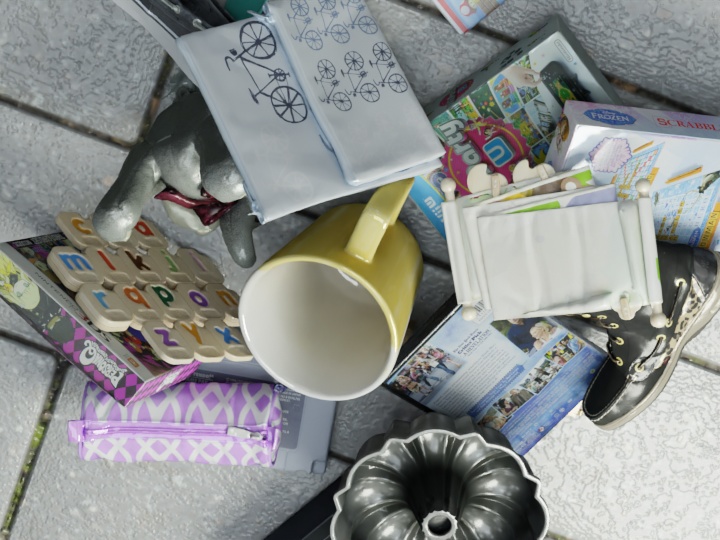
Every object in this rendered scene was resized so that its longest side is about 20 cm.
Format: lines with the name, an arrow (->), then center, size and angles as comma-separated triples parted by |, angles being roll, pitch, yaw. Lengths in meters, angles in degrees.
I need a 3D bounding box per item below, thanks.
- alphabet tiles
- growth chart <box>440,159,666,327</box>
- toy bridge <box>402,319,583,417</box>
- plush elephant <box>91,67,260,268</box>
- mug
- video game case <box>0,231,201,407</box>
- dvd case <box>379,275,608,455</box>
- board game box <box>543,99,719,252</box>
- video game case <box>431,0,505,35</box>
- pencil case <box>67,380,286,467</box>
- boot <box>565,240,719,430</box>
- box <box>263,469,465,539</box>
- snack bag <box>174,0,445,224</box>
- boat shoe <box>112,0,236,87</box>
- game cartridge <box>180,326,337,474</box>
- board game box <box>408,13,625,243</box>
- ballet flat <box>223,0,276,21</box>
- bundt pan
alphabet tiles -> -0.187, 0.017, 1.674 | 0.196, 0.200, 0.015 | 49, 117, 27
growth chart -> 0.162, -0.023, 1.591 | 0.199, 0.018, 0.145 | -1, 90, 24
toy bridge -> 0.120, 0.107, 1.784 | 0.199, 0.027, 0.067 | 19, 109, -4
plush elephant -> -0.128, -0.076, 1.679 | 0.164, 0.200, 0.155 | -22, 129, 22
mug -> 0.001, 0.009, 1.675 | 0.186, 0.153, 0.150 | -25, 107, 33
video game case -> -0.237, 0.039, 1.668 | 0.181, 0.200, 0.036 | 42, 101, 6
dvd case -> 0.127, 0.092, 1.710 | 0.200, 0.018, 0.143 | 32, 110, -37
board game box -> 0.250, -0.052, 1.664 | 0.199, 0.041, 0.200 | 5, 128, -16
video game case -> 0.123, -0.326, 1.651 | 0.200, 0.017, 0.143 | -38, 103, 13
pencil case -> -0.168, 0.145, 1.744 | 0.199, 0.086, 0.084 | 0, 109, 3
boot -> 0.223, 0.044, 1.661 | 0.150, 0.073, 0.200 | 22, 118, -29
box -> 0.001, 0.283, 1.819 | 0.200, 0.079, 0.141 | -40, 107, 14
snack bag -> -0.044, -0.149, 1.591 | 0.200, 0.021, 0.189 | -19, 77, -32
boat shoe -> -0.165, -0.243, 1.636 | 0.200, 0.072, 0.068 | 49, 122, 12
game cartridge -> -0.121, 0.119, 1.795 | 0.199, 0.041, 0.134 | 10, 111, -1
board game box -> 0.140, -0.113, 1.684 | 0.200, 0.064, 0.148 | -35, 107, 17
ballet flat -> -0.062, -0.276, 1.654 | 0.072, 0.072, 0.200 | 23, 109, -5
bundt pan -> 0.072, 0.215, 1.709 | 0.201, 0.076, 0.203 | 0, 114, 0
